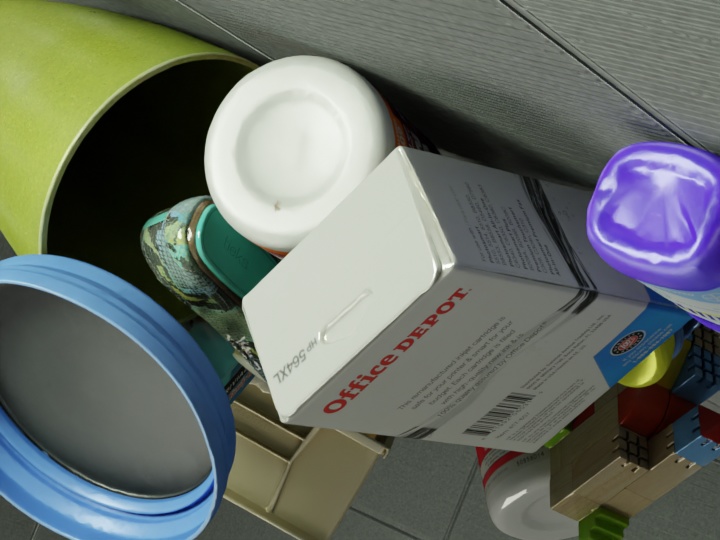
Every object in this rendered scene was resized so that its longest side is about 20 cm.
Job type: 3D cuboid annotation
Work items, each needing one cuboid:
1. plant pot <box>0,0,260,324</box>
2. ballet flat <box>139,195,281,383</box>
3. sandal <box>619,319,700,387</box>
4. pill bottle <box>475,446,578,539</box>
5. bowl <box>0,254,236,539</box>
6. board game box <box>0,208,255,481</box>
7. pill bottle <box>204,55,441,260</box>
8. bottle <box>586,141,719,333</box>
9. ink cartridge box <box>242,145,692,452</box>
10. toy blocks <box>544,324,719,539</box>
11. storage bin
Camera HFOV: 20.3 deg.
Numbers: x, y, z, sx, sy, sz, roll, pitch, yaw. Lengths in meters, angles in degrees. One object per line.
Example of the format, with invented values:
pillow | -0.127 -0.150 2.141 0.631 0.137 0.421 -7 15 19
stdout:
plant pot | -0.173 -0.088 1.243 0.200 0.188 0.187 36 -175 37
ballet flat | -0.062 0.026 1.209 0.074 0.074 0.200 18 153 51
sandal | 0.150 0.009 1.319 0.087 0.080 0.200 -23 -140 -32
pill bottle | 0.133 0.090 1.498 0.112 0.201 0.112 -8 148 -5
bowl | -0.161 0.077 1.161 0.200 0.039 0.201 17 133 19
board game box | -0.135 0.029 1.280 0.150 0.047 0.200 26 -141 12
pill bottle | -0.007 -0.046 1.167 0.109 0.110 0.200 21 176 21
bottle | 0.187 -0.001 0.978 0.083 0.066 0.200 18 174 38
ink cartridge box | 0.059 0.021 1.087 0.199 0.146 0.085 12 -134 -43
toy blocks | 0.189 0.078 1.364 0.100 0.201 0.137 26 134 -23
storage bin | -0.072 0.088 1.461 0.198 0.094 0.200 30 -164 1
